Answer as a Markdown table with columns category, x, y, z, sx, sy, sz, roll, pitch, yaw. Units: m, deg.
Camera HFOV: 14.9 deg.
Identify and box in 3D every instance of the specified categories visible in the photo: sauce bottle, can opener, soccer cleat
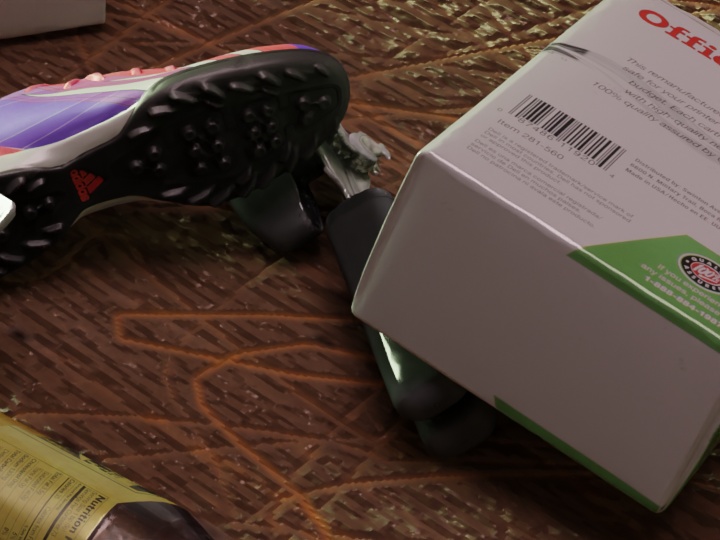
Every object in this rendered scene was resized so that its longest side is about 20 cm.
| category | x | y | z | sx | sy | sz | roll | pitch | yaw |
| --- | --- | --- | --- | --- | --- | --- | --- | --- | --- |
| sauce bottle | -0.092 | 0.104 | 0.966 | 0.199 | 0.066 | 0.066 | 27 | 44 | 19 |
| can opener | 0.000 | 0.000 | 1.119 | 0.066 | 0.053 | 0.200 | -35 | 44 | 6 |
| soccer cleat | -0.104 | -0.057 | 1.122 | 0.199 | 0.068 | 0.073 | -21 | 43 | -3 |

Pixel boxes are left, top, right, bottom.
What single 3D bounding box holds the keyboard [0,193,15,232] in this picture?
| category | x | y | z | sx | sy | sz | roll | pitch | yaw |
| --- | --- | --- | --- | --- | --- | --- | --- | --- | --- |
| keyboard | -0.206 | -0.038 | 1.101 | 0.056 | 0.011 | 0.200 | -46 | 43 | -13 |

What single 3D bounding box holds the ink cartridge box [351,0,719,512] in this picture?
| category | x | y | z | sx | sy | sz | roll | pitch | yaw |
| --- | --- | --- | --- | --- | --- | --- | --- | --- | --- |
| ink cartridge box | 0.111 | -0.016 | 1.074 | 0.146 | 0.085 | 0.200 | 33 | 35 | 12 |

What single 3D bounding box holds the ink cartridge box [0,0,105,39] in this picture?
| category | x | y | z | sx | sy | sz | roll | pitch | yaw |
| --- | --- | --- | --- | --- | --- | --- | --- | --- | --- |
| ink cartridge box | -0.226 | -0.170 | 1.247 | 0.199 | 0.088 | 0.146 | -12 | 45 | -18 |
